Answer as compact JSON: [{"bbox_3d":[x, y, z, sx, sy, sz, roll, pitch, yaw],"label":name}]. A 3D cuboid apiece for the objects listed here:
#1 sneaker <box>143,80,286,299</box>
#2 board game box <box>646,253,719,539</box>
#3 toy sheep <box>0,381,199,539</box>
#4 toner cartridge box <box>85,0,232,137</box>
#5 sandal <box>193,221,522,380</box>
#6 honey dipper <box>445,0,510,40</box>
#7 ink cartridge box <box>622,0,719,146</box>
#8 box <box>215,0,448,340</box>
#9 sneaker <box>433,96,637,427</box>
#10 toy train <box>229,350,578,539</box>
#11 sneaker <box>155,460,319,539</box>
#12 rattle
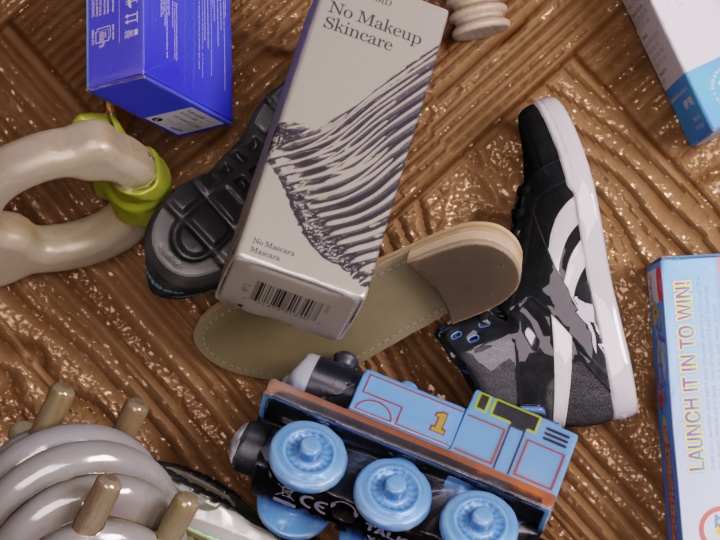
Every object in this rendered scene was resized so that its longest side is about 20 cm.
[{"bbox_3d":[-0.057,-0.052,1.356,0.200,0.079,0.075,-37,79,-24],"label":"sneaker"},{"bbox_3d":[0.281,0.086,1.357,0.195,0.056,0.201,-3,86,-1],"label":"board game box"},{"bbox_3d":[-0.161,0.144,1.263,0.137,0.200,0.138,-10,123,-16],"label":"toy sheep"},{"bbox_3d":[-0.119,-0.189,1.327,0.043,0.095,0.201,-11,70,27],"label":"toner cartridge box"},{"bbox_3d":[0.003,0.004,1.353,0.211,0.070,0.078,-17,126,23],"label":"sandal"},{"bbox_3d":[0.053,-0.243,1.388,0.038,0.038,0.201,-13,84,-2],"label":"honey dipper"},{"bbox_3d":[0.216,-0.192,1.372,0.115,0.067,0.201,-25,86,-3],"label":"ink cartridge box"},{"bbox_3d":[-0.015,-0.068,1.292,0.082,0.068,0.201,18,64,-6],"label":"box"},{"bbox_3d":[0.093,0.002,1.351,0.111,0.073,0.201,-13,86,-2],"label":"sneaker"},{"bbox_3d":[0.026,0.117,1.312,0.199,0.087,0.114,22,54,5],"label":"toy train"},{"bbox_3d":[-0.069,0.192,1.341,0.200,0.077,0.089,31,95,8],"label":"sneaker"},{"bbox_3d":[-0.219,-0.061,1.352,0.200,0.130,0.143,-26,75,22],"label":"rattle"}]
